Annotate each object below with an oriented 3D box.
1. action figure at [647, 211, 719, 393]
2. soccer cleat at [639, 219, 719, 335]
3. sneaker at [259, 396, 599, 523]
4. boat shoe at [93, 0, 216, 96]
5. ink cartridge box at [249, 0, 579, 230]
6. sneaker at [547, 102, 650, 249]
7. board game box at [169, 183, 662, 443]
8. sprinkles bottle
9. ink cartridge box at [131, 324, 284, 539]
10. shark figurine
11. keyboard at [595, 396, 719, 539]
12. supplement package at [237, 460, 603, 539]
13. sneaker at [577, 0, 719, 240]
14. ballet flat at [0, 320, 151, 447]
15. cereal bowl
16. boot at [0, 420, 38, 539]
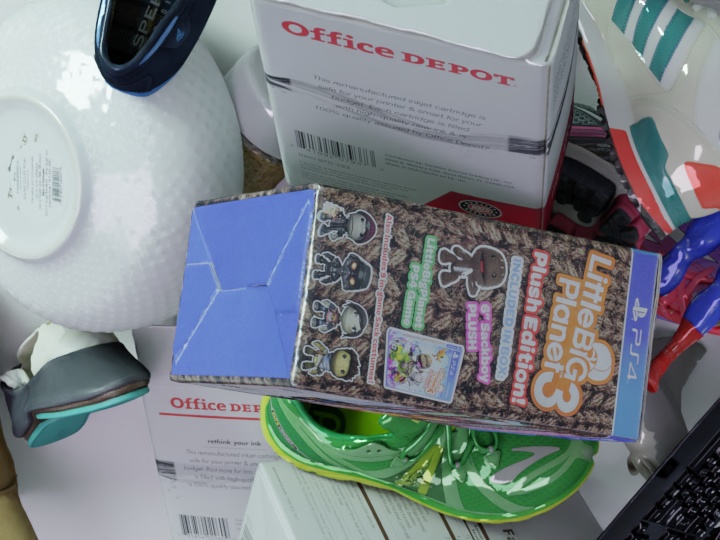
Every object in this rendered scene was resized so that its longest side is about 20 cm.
[{"bbox_3d":[0.205,-0.029,1.152,0.065,0.099,0.200,44,88,15],"label":"action figure"},{"bbox_3d":[0.176,0.001,1.231,0.198,0.073,0.069,6,124,13],"label":"soccer cleat"},{"bbox_3d":[0.039,0.094,1.254,0.198,0.075,0.084,9,154,2],"label":"sneaker"},{"bbox_3d":[-0.087,-0.188,1.146,0.084,0.069,0.202,13,92,4],"label":"boat shoe"},{"bbox_3d":[0.032,-0.104,1.072,0.144,0.084,0.200,14,158,9],"label":"ink cartridge box"},{"bbox_3d":[0.080,-0.070,1.219,0.199,0.075,0.081,28,143,17],"label":"sneaker"},{"bbox_3d":[0.026,0.025,1.120,0.199,0.098,0.159,11,174,-27],"label":"board game box"},{"bbox_3d":[-0.095,-0.047,1.288,0.068,0.068,0.200,39,124,-10],"label":"sprinkles bottle"},{"bbox_3d":[-0.068,0.102,1.376,0.115,0.068,0.201,2,122,15],"label":"ink cartridge box"},{"bbox_3d":[0.179,0.088,1.290,0.215,0.089,0.128,56,154,-11],"label":"shark figurine"},{"bbox_3d":[0.208,0.127,1.236,0.104,0.040,0.200,15,121,-43],"label":"keyboard"},{"bbox_3d":[0.035,0.190,1.315,0.199,0.120,0.122,-2,129,-25],"label":"supplement package"},{"bbox_3d":[0.160,-0.122,1.127,0.093,0.070,0.201,-20,75,13],"label":"sneaker"},{"bbox_3d":[-0.184,0.064,1.352,0.073,0.073,0.200,39,158,-10],"label":"ballet flat"},{"bbox_3d":[-0.166,-0.060,1.244,0.199,0.083,0.202,8,103,36],"label":"cereal bowl"},{"bbox_3d":[-0.251,0.115,1.391,0.066,0.175,0.201,-17,125,-17],"label":"boot"}]
